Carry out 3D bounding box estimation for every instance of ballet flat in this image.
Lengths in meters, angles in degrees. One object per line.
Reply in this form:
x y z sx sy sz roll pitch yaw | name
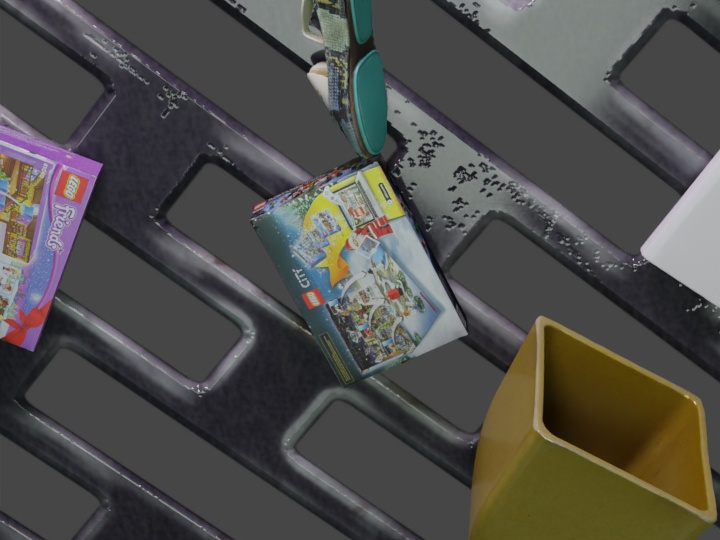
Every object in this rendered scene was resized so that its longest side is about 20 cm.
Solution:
-0.018 -0.199 1.571 0.074 0.074 0.200 -3 112 3 | ballet flat

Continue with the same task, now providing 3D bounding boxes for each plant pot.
0.201 0.205 1.676 0.194 0.196 0.200 27 121 -10 | plant pot

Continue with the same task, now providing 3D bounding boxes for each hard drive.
0.377 -0.059 1.634 0.132 0.026 0.200 32 111 -12 | hard drive

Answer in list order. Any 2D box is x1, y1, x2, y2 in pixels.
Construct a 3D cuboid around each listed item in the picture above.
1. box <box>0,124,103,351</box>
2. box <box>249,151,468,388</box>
-0.343 -0.034 1.660 0.137 0.039 0.200 21 113 -7 | box
0.000 0.000 1.665 0.136 0.038 0.200 -24 111 12 | box
